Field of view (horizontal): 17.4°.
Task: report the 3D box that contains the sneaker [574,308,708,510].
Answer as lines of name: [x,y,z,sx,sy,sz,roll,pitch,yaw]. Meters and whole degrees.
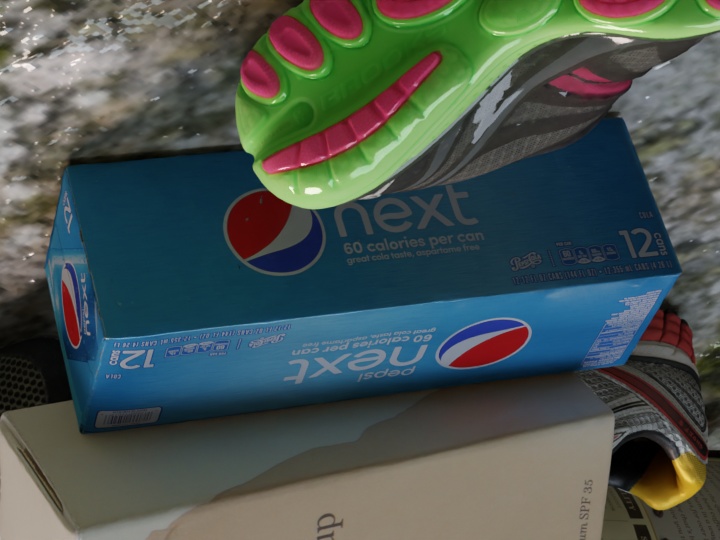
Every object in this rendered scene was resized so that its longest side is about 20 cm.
sneaker: [0.057,0.059,0.924,0.200,0.082,0.078,0,151,-27]

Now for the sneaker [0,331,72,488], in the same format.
sneaker: [-0.179,0.081,0.843,0.199,0.076,0.114,-28,158,34]

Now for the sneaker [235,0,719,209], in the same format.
sneaker: [0.058,-0.079,0.684,0.200,0.077,0.084,-22,171,20]

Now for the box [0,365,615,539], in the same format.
box: [-0.019,0.087,0.815,0.200,0.078,0.095,-11,121,-24]

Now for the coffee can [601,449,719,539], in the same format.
coffee can: [0.090,0.148,1.046,0.200,0.147,0.146,7,146,-38]

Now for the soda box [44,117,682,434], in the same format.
soda box: [0.000,0.000,0.791,0.200,0.068,0.064,-6,150,-19]
